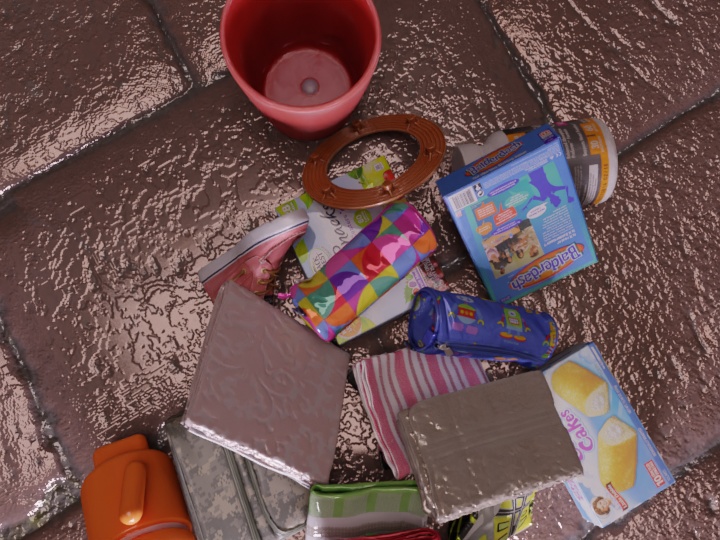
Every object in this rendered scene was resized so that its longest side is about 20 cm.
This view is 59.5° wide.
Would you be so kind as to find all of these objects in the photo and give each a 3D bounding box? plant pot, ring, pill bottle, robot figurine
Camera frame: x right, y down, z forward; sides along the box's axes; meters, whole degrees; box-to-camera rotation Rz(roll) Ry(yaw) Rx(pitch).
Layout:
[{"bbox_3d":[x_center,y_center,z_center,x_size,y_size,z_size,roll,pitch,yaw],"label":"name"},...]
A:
[{"bbox_3d":[-0.073,-0.270,0.829,0.197,0.177,0.204,0,82,-1],"label":"plant pot"},{"bbox_3d":[0.015,-0.152,0.830,0.197,0.019,0.202,-11,44,11],"label":"ring"},{"bbox_3d":[0.230,-0.135,0.849,0.197,0.116,0.118,-9,82,-3],"label":"pill bottle"},{"bbox_3d":[-0.264,0.297,0.746,0.144,0.116,0.201,-48,52,20],"label":"robot figurine"}]

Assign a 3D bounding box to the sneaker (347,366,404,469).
[{"bbox_3d":[0.046,0.211,0.820,0.200,0.079,0.096,44,94,6],"label":"sneaker"}]

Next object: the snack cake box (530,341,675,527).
[{"bbox_3d":[0.298,0.210,0.824,0.114,0.067,0.202,-29,83,-6],"label":"snack cake box"}]

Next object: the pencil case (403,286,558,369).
[{"bbox_3d":[0.156,0.078,0.802,0.197,0.078,0.088,11,42,-21],"label":"pencil case"}]

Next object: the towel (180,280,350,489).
[{"bbox_3d":[-0.102,0.134,0.742,0.199,0.032,0.193,36,43,-27],"label":"towel"}]

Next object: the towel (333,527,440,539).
[{"bbox_3d":[0.023,0.371,0.717,0.142,0.023,0.202,-6,120,-3],"label":"towel"}]

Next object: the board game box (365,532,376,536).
[{"bbox_3d":[0.082,0.386,0.757,0.197,0.029,0.136,14,116,-11],"label":"board game box"}]

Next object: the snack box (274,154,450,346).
[{"bbox_3d":[0.001,-0.025,0.850,0.167,0.068,0.202,-25,82,-5],"label":"snack box"}]

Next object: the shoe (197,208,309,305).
[{"bbox_3d":[-0.124,0.002,0.807,0.199,0.071,0.092,-30,86,33],"label":"shoe"}]

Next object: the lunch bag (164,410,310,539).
[{"bbox_3d":[-0.137,0.241,0.778,0.166,0.139,0.203,-17,83,-21],"label":"lunch bag"}]

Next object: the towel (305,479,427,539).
[{"bbox_3d":[0.006,0.329,0.749,0.147,0.031,0.202,-1,122,-10],"label":"towel"}]

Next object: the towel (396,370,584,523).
[{"bbox_3d":[0.148,0.199,0.726,0.197,0.035,0.134,-10,63,-15],"label":"towel"}]

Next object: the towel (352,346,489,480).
[{"bbox_3d":[0.094,0.159,0.788,0.198,0.030,0.148,-11,70,-34],"label":"towel"}]

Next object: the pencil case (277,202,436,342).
[{"bbox_3d":[0.000,0.000,0.773,0.199,0.088,0.089,-39,84,-8],"label":"pencil case"}]

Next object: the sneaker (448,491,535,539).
[{"bbox_3d":[0.192,0.279,0.800,0.076,0.076,0.201,31,106,-6],"label":"sneaker"}]

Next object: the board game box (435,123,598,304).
[{"bbox_3d":[0.201,-0.061,0.797,0.151,0.045,0.201,-26,124,8],"label":"board game box"}]
